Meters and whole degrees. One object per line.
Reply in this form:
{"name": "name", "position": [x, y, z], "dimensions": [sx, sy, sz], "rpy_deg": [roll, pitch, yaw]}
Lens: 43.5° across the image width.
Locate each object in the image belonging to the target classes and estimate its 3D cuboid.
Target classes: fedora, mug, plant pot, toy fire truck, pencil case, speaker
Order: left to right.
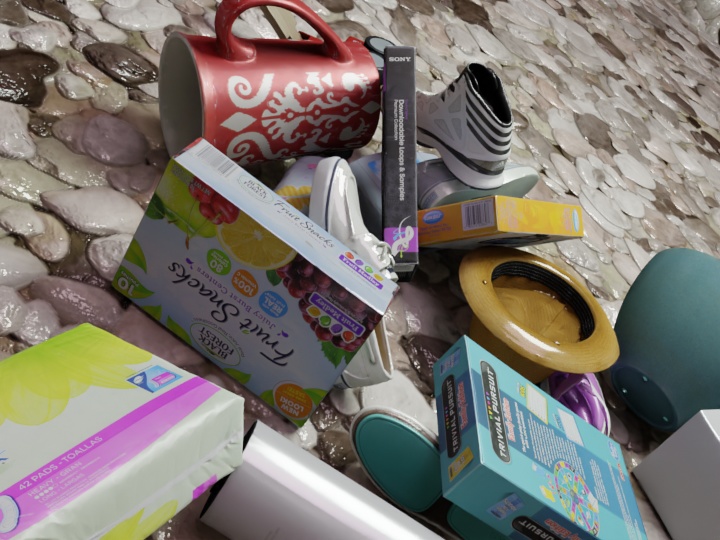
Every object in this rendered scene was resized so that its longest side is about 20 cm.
{"name": "mug", "position": [-0.078, -0.174, 0.881], "dimensions": [0.196, 0.177, 0.136], "rpy_deg": [-8, 78, -29]}
{"name": "pencil case", "position": [-0.064, -0.029, 0.844], "dimensions": [0.081, 0.092, 0.201], "rpy_deg": [14, 34, 10]}
{"name": "toy fire truck", "position": [-0.065, -0.253, 1.074], "dimensions": [0.197, 0.130, 0.177], "rpy_deg": [24, 36, 3]}
{"name": "speaker", "position": [-0.015, 0.192, 0.643], "dimensions": [0.198, 0.082, 0.082], "rpy_deg": [33, 35, -5]}
{"name": "fedora", "position": [0.173, 0.058, 0.941], "dimensions": [0.197, 0.083, 0.202], "rpy_deg": [21, 32, -14]}
{"name": "plant pot", "position": [0.354, 0.097, 0.996], "dimensions": [0.134, 0.201, 0.200], "rpy_deg": [-38, 75, -18]}

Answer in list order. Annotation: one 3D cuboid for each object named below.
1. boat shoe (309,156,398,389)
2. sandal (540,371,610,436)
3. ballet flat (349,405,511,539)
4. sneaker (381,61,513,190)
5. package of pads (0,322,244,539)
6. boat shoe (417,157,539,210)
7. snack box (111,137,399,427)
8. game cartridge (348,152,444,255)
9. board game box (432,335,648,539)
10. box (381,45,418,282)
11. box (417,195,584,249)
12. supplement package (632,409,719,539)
{"name": "boat shoe", "position": [0.000, 0.000, 0.791], "dimensions": [0.071, 0.068, 0.205], "rpy_deg": [12, 74, -69]}
{"name": "sandal", "position": [0.225, 0.147, 0.923], "dimensions": [0.082, 0.050, 0.204], "rpy_deg": [33, 36, -6]}
{"name": "ballet flat", "position": [0.071, 0.178, 0.757], "dimensions": [0.199, 0.070, 0.070], "rpy_deg": [38, 35, -6]}
{"name": "sneaker", "position": [0.100, -0.189, 0.991], "dimensions": [0.075, 0.117, 0.200], "rpy_deg": [-17, 47, -35]}
{"name": "package of pads", "position": [-0.189, 0.112, 0.546], "dimensions": [0.152, 0.070, 0.199], "rpy_deg": [19, 28, 27]}
{"name": "boat shoe", "position": [0.133, -0.110, 1.053], "dimensions": [0.198, 0.070, 0.072], "rpy_deg": [-12, 61, -43]}
{"name": "snack box", "position": [-0.087, 0.013, 0.725], "dimensions": [0.198, 0.143, 0.053], "rpy_deg": [36, 34, 1]}
{"name": "game cartridge", "position": [0.058, -0.081, 1.047], "dimensions": [0.198, 0.041, 0.134], "rpy_deg": [-15, 57, -48]}
{"name": "board game box", "position": [0.150, 0.165, 0.755], "dimensions": [0.198, 0.047, 0.152], "rpy_deg": [35, 28, -19]}
{"name": "box", "position": [0.037, -0.097, 0.886], "dimensions": [0.035, 0.143, 0.205], "rpy_deg": [-1, 83, 0]}
{"name": "box", "position": [0.156, -0.049, 0.988], "dimensions": [0.198, 0.117, 0.043], "rpy_deg": [-2, 85, -48]}
{"name": "supplement package", "position": [0.403, 0.220, 0.941], "dimensions": [0.197, 0.110, 0.115], "rpy_deg": [4, 46, -37]}
